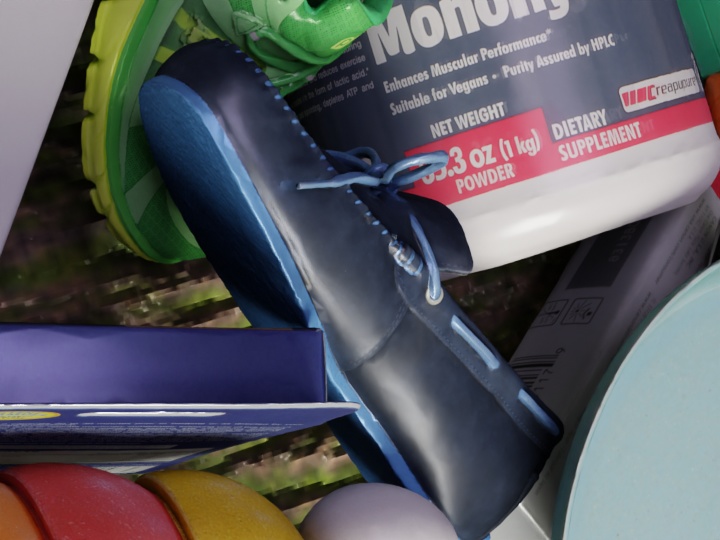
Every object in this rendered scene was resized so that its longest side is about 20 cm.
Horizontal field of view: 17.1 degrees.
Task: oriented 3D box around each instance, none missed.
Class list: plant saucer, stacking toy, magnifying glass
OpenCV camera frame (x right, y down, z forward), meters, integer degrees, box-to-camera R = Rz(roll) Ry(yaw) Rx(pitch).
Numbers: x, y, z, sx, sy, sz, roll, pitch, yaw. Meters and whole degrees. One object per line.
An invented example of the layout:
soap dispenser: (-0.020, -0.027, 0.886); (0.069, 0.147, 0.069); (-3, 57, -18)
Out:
plant saucer: (0.133, 0.087, 0.805); (0.199, 0.027, 0.201); (-7, 101, -38)
stacking toy: (-0.061, 0.107, 0.701); (0.199, 0.146, 0.147); (-10, 88, -24)
magnifying glass: (0.127, -0.083, 0.868); (0.022, 0.080, 0.201); (-20, 56, 7)

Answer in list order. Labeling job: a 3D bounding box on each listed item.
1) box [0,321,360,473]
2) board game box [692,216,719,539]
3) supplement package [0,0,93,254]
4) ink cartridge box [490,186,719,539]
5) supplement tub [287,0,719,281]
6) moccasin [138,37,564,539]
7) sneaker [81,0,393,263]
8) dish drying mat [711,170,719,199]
box: (-0.090, 0.039, 0.720); (0.120, 0.200, 0.033); (2, 81, -24)
board game box: (0.189, 0.078, 0.896); (0.200, 0.028, 0.136); (30, 67, -38)
supplement package: (-0.154, -0.094, 0.753); (0.119, 0.121, 0.201); (23, 74, -20)
ink cartridge box: (0.125, 0.091, 0.888); (0.200, 0.057, 0.163); (56, 51, -29)
supplement tub: (0.034, -0.103, 0.827); (0.140, 0.140, 0.201); (-18, 91, -25)
moccasin: (0.000, 0.000, 0.743); (0.068, 0.080, 0.200); (-41, 128, -13)
sneaker: (-0.036, -0.077, 0.744); (0.083, 0.201, 0.074); (20, 38, 7)
dish drying mat: (0.155, -0.042, 0.942); (0.199, 0.018, 0.077); (24, 73, -20)
